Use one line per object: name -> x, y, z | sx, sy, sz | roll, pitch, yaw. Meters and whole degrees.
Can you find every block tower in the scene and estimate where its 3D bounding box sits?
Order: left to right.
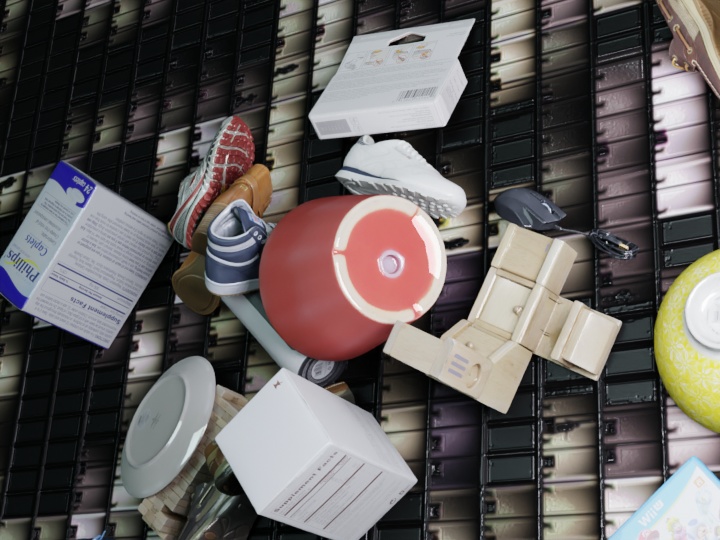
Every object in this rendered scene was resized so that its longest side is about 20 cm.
block tower -> -0.208, 0.251, 1.514 | 0.057, 0.054, 0.202 | 31, 89, 37

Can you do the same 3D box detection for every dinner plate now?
dinner plate -> -0.261, 0.200, 1.548 | 0.199, 0.024, 0.202 | -36, 35, 31

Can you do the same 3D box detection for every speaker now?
speaker -> -0.102, 0.065, 1.509 | 0.081, 0.081, 0.200 | -49, 52, 5

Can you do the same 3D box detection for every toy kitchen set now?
toy kitchen set -> 0.168, 0.048, 1.275 | 0.162, 0.180, 0.203 | 22, 86, 36

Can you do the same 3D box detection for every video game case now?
video game case -> 0.345, 0.303, 1.151 | 0.143, 0.018, 0.200 | -46, 52, 9

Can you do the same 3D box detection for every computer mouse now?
computer mouse -> 0.235, -0.058, 1.353 | 0.198, 0.058, 0.035 | 24, 116, 37

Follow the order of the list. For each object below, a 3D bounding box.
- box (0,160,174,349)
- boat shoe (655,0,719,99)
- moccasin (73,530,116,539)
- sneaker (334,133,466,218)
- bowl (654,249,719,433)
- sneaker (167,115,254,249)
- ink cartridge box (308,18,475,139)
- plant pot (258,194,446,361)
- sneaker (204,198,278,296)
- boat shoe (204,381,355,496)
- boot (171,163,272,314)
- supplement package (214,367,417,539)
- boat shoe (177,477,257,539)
box -> -0.393, -0.019, 1.670 | 0.104, 0.184, 0.202 | 29, 86, 36
boat shoe -> 0.389, -0.258, 1.345 | 0.072, 0.071, 0.203 | -45, 58, 47
moccasin -> -0.323, 0.382, 1.523 | 0.197, 0.068, 0.082 | 2, 71, 34
sneaker -> 0.057, -0.125, 1.495 | 0.198, 0.077, 0.081 | 20, 72, 36
bowl -> 0.379, 0.056, 1.181 | 0.197, 0.107, 0.204 | -14, 62, 28
sneaker -> -0.218, -0.129, 1.671 | 0.081, 0.078, 0.203 | 18, 80, 38
ink cartridge box -> 0.049, -0.255, 1.572 | 0.197, 0.045, 0.178 | -2, 45, 32
plant pot -> 0.000, 0.000, 1.359 | 0.177, 0.198, 0.204 | -17, 55, 65
sneaker -> -0.104, -0.042, 1.485 | 0.197, 0.110, 0.070 | -17, 44, -19
boat shoe -> -0.101, 0.188, 1.417 | 0.198, 0.076, 0.074 | -29, 51, -19
boot -> -0.185, -0.044, 1.604 | 0.076, 0.201, 0.156 | 26, 51, 9
supplement package -> -0.047, 0.215, 1.331 | 0.117, 0.199, 0.117 | -44, 52, 8
boat shoe -> -0.174, 0.300, 1.468 | 0.201, 0.075, 0.073 | -49, 42, -5
